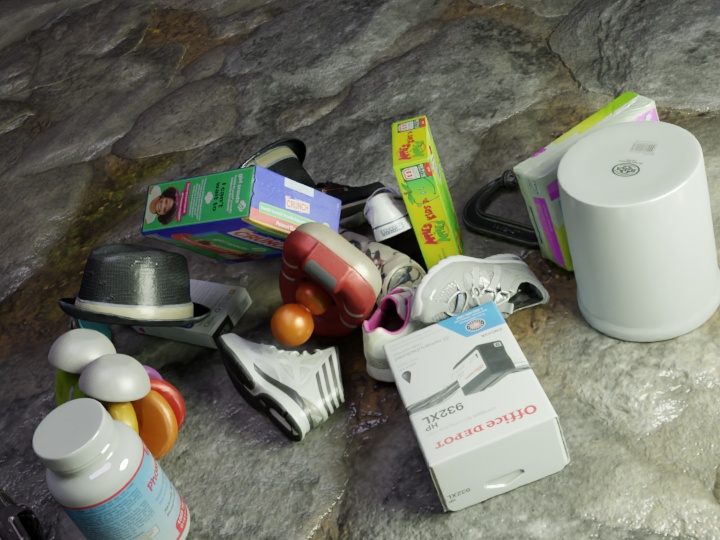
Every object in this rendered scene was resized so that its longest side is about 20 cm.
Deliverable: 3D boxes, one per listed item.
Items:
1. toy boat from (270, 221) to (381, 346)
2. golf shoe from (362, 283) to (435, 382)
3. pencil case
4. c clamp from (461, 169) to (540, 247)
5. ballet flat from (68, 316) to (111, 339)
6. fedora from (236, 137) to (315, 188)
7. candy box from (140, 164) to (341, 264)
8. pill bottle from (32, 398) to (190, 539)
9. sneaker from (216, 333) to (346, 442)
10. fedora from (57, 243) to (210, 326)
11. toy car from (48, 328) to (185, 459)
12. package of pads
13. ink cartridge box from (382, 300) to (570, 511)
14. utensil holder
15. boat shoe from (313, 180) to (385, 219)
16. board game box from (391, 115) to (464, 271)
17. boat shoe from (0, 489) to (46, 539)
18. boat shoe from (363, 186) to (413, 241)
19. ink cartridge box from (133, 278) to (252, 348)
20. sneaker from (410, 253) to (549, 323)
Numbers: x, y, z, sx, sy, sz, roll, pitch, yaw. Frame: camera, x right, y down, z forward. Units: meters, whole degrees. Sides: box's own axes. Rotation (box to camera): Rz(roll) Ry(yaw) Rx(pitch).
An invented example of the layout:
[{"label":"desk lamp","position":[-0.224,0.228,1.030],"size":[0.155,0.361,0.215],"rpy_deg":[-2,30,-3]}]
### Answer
[{"label":"toy boat","position":[-0.059,0.037,1.229],"size":[0.130,0.200,0.131],"rpy_deg":[38,73,6]},{"label":"golf shoe","position":[0.074,0.048,1.251],"size":[0.075,0.092,0.200],"rpy_deg":[14,49,39]},{"label":"pencil case","position":[0.000,0.000,1.353],"size":[0.089,0.078,0.200],"rpy_deg":[-45,43,-19]},{"label":"c clamp","position":[0.247,-0.096,1.396],"size":[0.200,0.027,0.171],"rpy_deg":[14,56,35]},{"label":"ballet flat","position":[-0.385,0.114,1.417],"size":[0.072,0.072,0.200],"rpy_deg":[-29,37,-8]},{"label":"fedora","position":[-0.134,-0.102,1.509],"size":[0.201,0.201,0.092],"rpy_deg":[-40,74,-21]},{"label":"candy box","position":[-0.154,-0.068,1.310],"size":[0.200,0.169,0.077],"rpy_deg":[-8,73,37]},{"label":"pill bottle","position":[-0.274,0.236,1.104],"size":[0.109,0.200,0.109],"rpy_deg":[-13,39,11]},{"label":"sneaker","position":[-0.090,0.125,1.267],"size":[0.115,0.076,0.200],"rpy_deg":[-30,46,-25]},{"label":"fedora","position":[-0.291,0.016,1.319],"size":[0.200,0.092,0.201],"rpy_deg":[6,6,-1]},{"label":"toy car","position":[-0.301,0.171,1.253],"size":[0.150,0.175,0.200],"rpy_deg":[-6,22,-41]},{"label":"package of pads","position":[0.303,-0.110,1.276],"size":[0.200,0.155,0.068],"rpy_deg":[-34,32,-14]},{"label":"ink cartridge box","position":[0.123,0.145,1.114],"size":[0.145,0.084,0.200],"rpy_deg":[-21,38,0]},{"label":"utensil holder","position":[0.319,-0.045,1.154],"size":[0.170,0.200,0.170],"rpy_deg":[-14,39,11]},{"label":"boat shoe","position":[-0.041,-0.102,1.455],"size":[0.201,0.063,0.074],"rpy_deg":[-20,-9,-36]},{"label":"board game box","position":[0.090,-0.089,1.316],"size":[0.048,0.200,0.102],"rpy_deg":[-13,39,12]},{"label":"boat shoe","position":[-0.381,0.317,1.166],"size":[0.057,0.067,0.200],"rpy_deg":[-39,46,-5]},{"label":"boat shoe","position":[0.041,-0.082,1.370],"size":[0.073,0.065,0.200],"rpy_deg":[-23,3,0]},{"label":"ink cartridge box","position":[-0.261,0.054,1.449],"size":[0.200,0.037,0.095],"rpy_deg":[10,49,31]},{"label":"sneaker","position":[0.147,0.026,1.209],"size":[0.200,0.075,0.082],"rpy_deg":[-15,38,-36]}]
